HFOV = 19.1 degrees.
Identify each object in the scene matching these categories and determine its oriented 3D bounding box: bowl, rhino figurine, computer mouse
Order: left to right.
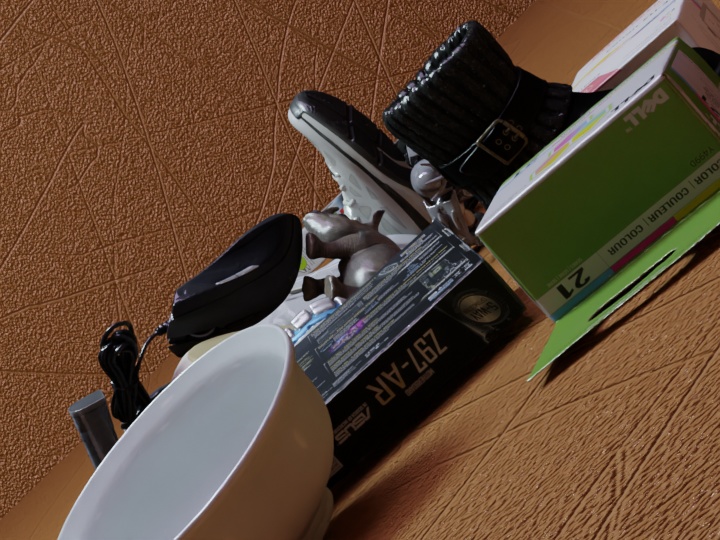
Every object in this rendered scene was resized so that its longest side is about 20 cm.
[{"bbox_3d":[-0.110,0.050,1.638,0.200,0.046,0.141,-36,-28,-26],"label":"computer mouse"},{"bbox_3d":[-0.080,0.135,1.222,0.201,0.090,0.201,-41,20,18],"label":"bowl"},{"bbox_3d":[0.000,0.000,1.648,0.200,0.087,0.060,-114,30,-59],"label":"rhino figurine"}]

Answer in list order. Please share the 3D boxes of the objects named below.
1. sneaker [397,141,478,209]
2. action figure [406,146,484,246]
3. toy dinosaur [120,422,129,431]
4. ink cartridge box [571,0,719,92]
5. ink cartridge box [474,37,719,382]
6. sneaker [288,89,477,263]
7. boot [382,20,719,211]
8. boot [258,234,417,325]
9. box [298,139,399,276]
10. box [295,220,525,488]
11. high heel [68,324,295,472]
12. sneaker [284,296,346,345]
[{"bbox_3d":[0.076,-0.086,1.864,0.088,0.076,0.200,-39,-17,-39],"label":"sneaker"},{"bbox_3d":[0.094,-0.088,1.698,0.069,0.131,0.200,-5,9,29],"label":"action figure"},{"bbox_3d":[-0.114,0.123,1.744,0.135,0.102,0.200,-27,-24,-24],"label":"toy dinosaur"},{"bbox_3d":[0.210,-0.140,1.536,0.116,0.068,0.200,-40,6,20],"label":"ink cartridge box"},{"bbox_3d":[0.138,-0.039,1.192,0.148,0.076,0.200,-41,4,21],"label":"ink cartridge box"},{"bbox_3d":[-0.005,-0.052,1.765,0.115,0.200,0.076,-44,19,19],"label":"sneaker"},{"bbox_3d":[0.130,-0.114,1.410,0.211,0.158,0.079,-40,5,23],"label":"boot"},{"bbox_3d":[-0.020,0.040,1.722,0.199,0.074,0.096,-21,30,0],"label":"boot"},{"bbox_3d":[0.006,-0.070,1.970,0.110,0.035,0.200,-41,3,36],"label":"box"},{"bbox_3d":[0.003,0.060,1.380,0.200,0.044,0.160,-42,13,0],"label":"box"},{"bbox_3d":[-0.099,0.127,1.578,0.199,0.143,0.071,-22,15,0],"label":"high heel"},{"bbox_3d":[-0.055,0.111,1.504,0.200,0.075,0.087,-52,32,0],"label":"sneaker"}]
